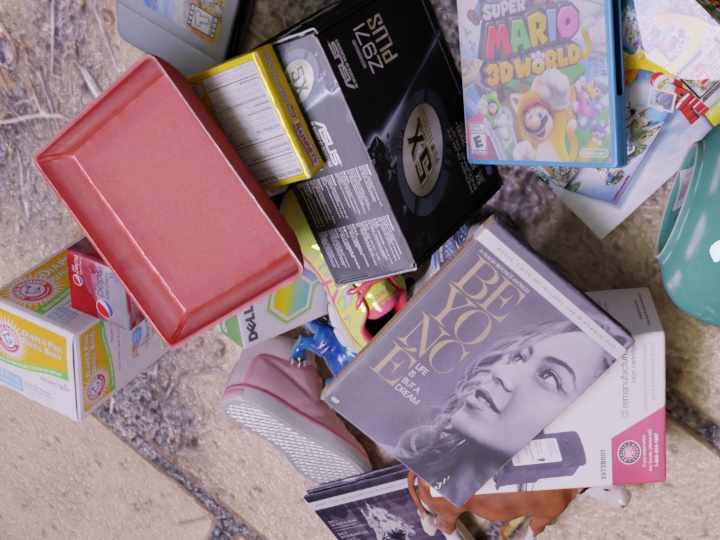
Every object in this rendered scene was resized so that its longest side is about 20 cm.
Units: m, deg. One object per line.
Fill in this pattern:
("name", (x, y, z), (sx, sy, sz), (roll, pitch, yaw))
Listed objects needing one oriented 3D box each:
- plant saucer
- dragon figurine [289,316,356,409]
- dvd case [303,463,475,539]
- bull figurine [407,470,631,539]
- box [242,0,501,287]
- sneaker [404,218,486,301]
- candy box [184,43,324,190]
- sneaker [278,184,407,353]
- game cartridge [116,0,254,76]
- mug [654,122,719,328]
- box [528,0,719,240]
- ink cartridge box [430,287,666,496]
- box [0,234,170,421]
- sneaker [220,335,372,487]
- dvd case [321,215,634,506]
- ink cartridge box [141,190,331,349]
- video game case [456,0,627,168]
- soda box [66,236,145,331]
("plant saucer", (-0.148, -0.054, 1.073), (0.199, 0.037, 0.200), (-28, 100, 46))
("dragon figurine", (-0.012, 0.068, 1.277), (0.099, 0.059, 0.201), (-32, 96, 41))
("dvd case", (0.052, 0.280, 1.362), (0.148, 0.016, 0.200), (-21, 115, 39))
("bull figurine", (0.140, 0.201, 1.221), (0.198, 0.065, 0.122), (5, 131, 0))
("box", (0.012, -0.116, 1.088), (0.086, 0.164, 0.201), (-12, 108, 38))
("sneaker", (0.080, 0.037, 1.201), (0.085, 0.077, 0.201), (27, 121, 30))
("candy box", (-0.123, -0.103, 1.065), (0.199, 0.026, 0.103), (-11, 111, 42))
("sneaker", (0.000, 0.000, 1.155), (0.090, 0.078, 0.201), (32, 156, 54))
("game cartridge", (-0.152, -0.267, 1.194), (0.132, 0.042, 0.201), (28, 128, 12))
("mug", (0.273, -0.021, 0.965), (0.114, 0.152, 0.186), (18, 130, 3))
("box", (0.204, -0.135, 1.033), (0.137, 0.038, 0.200), (46, 131, 3))
("ink cartridge box", (0.147, 0.102, 1.123), (0.198, 0.085, 0.146), (-5, 116, 4))
("box", (-0.256, 0.041, 1.328), (0.112, 0.200, 0.102), (19, 125, 23))
("sneaker", (-0.051, 0.134, 1.342), (0.075, 0.105, 0.200), (-20, 133, 36))
("dvd case", (0.089, 0.075, 1.048), (0.148, 0.016, 0.200), (39, 109, -13))
("ink cartridge box", (-0.084, -0.001, 1.192), (0.059, 0.199, 0.105), (30, 135, 51))
("video game case", (0.133, -0.180, 1.022), (0.142, 0.018, 0.202), (6, 106, 43))
("soda box", (-0.178, -0.027, 1.237), (0.070, 0.200, 0.064), (19, 126, 24))
